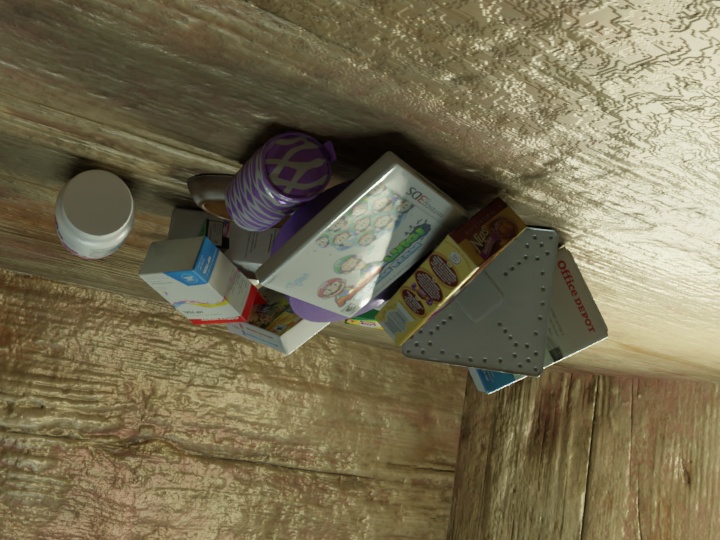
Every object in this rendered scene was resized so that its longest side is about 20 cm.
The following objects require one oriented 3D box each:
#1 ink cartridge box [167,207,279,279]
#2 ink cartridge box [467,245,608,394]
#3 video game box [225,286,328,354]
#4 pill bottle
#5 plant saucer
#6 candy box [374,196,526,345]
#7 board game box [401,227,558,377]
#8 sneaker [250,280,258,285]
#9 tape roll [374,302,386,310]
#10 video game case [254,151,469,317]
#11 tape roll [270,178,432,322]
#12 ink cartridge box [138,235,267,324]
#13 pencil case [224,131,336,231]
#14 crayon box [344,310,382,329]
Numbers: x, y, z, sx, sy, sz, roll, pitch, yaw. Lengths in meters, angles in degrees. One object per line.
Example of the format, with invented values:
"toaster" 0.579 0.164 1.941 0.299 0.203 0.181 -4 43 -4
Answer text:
"ink cartridge box" -0.214 -0.040 1.290 0.198 0.085 0.145 7 168 11
"ink cartridge box" 0.240 0.074 1.112 0.199 0.146 0.084 -24 173 -3
"video game box" -0.116 0.058 1.321 0.200 0.047 0.181 -37 -151 -32
"pill bottle" -0.402 -0.084 1.132 0.112 0.115 0.200 13 169 -20
"plant saucer" -0.158 -0.094 1.098 0.198 0.032 0.200 9 171 1
"candy box" 0.109 0.005 0.939 0.057 0.116 0.200 47 140 10
"board game box" 0.165 0.035 1.047 0.198 0.202 0.026 7 -177 14
"sneaker" -0.301 -0.007 1.599 0.198 0.074 0.085 14 172 -18
"tape roll" 0.000 0.000 1.182 0.201 0.071 0.202 22 -174 -2
"video game case" 0.007 -0.030 0.844 0.200 0.024 0.182 -40 148 17
"tape roll" -0.009 -0.022 0.930 0.199 0.066 0.201 -22 149 -14
"ink cartridge box" -0.254 0.030 1.236 0.115 0.068 0.200 -5 144 27
"pencil case" -0.098 -0.098 0.866 0.085 0.085 0.200 -16 -179 -22
"crayon box" 0.050 0.127 2.090 0.171 0.059 0.200 10 170 -3
